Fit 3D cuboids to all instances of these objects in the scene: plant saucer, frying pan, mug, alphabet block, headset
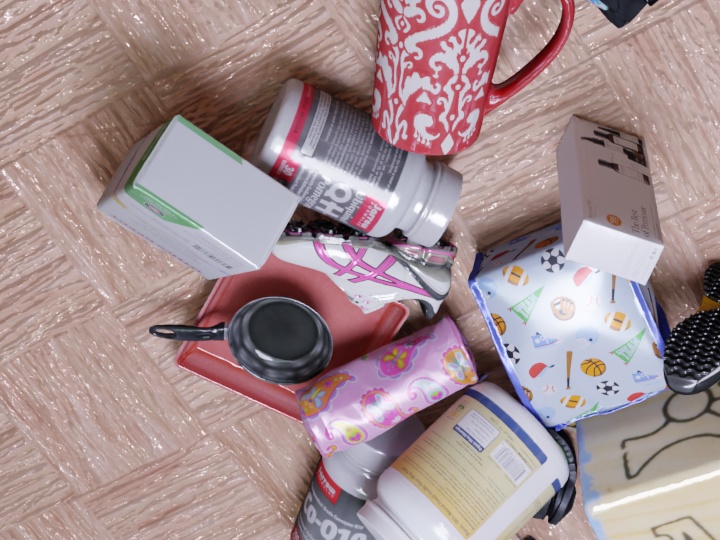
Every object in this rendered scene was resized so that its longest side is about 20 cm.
[{"bbox_3d":[-0.076,0.064,1.635,0.198,0.037,0.201,25,120,-11],"label":"plant saucer"},{"bbox_3d":[-0.120,0.080,1.609,0.188,0.031,0.116,-13,120,16],"label":"frying pan"},{"bbox_3d":[0.090,-0.210,1.382,0.177,0.133,0.201,27,130,23],"label":"mug"},{"bbox_3d":[0.355,0.228,1.585,0.198,0.196,0.197,-20,121,17],"label":"alphabet block"},{"bbox_3d":[0.191,0.254,1.729,0.122,0.094,0.202,-3,107,11],"label":"headset"}]

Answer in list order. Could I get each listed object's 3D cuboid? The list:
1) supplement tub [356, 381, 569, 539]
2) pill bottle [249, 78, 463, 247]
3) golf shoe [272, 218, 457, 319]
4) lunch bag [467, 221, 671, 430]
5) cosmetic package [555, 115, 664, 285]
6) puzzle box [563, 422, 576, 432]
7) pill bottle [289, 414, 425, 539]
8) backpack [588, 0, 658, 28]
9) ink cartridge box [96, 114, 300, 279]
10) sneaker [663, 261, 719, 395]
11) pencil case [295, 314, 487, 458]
[{"bbox_3d":[0.107,0.232,1.582,0.200,0.144,0.145,-42,115,-10],"label":"supplement tub"},{"bbox_3d":[-0.004,-0.100,1.480,0.199,0.111,0.111,24,121,-10],"label":"pill bottle"},{"bbox_3d":[0.000,0.000,1.539,0.198,0.073,0.093,10,100,-12],"label":"golf shoe"},{"bbox_3d":[0.225,0.054,1.547,0.169,0.124,0.201,-22,102,18],"label":"lunch bag"},{"bbox_3d":[0.235,-0.071,1.427,0.082,0.201,0.051,15,124,-6],"label":"cosmetic package"},{"bbox_3d":[0.324,0.138,1.658,0.198,0.026,0.134,14,122,-4],"label":"puzzle box"},{"bbox_3d":[-0.002,0.251,1.701,0.113,0.114,0.201,16,122,-6],"label":"pill bottle"},{"bbox_3d":[0.195,-0.336,1.309,0.199,0.155,0.163,18,127,-33],"label":"backpack"},{"bbox_3d":[-0.163,-0.066,1.463,0.145,0.200,0.088,33,75,-15],"label":"ink cartridge box"},{"bbox_3d":[0.362,0.078,1.519,0.069,0.200,0.091,9,129,27],"label":"sneaker"},{"bbox_3d":[0.030,0.124,1.597,0.199,0.088,0.088,-27,119,-2],"label":"pencil case"}]
